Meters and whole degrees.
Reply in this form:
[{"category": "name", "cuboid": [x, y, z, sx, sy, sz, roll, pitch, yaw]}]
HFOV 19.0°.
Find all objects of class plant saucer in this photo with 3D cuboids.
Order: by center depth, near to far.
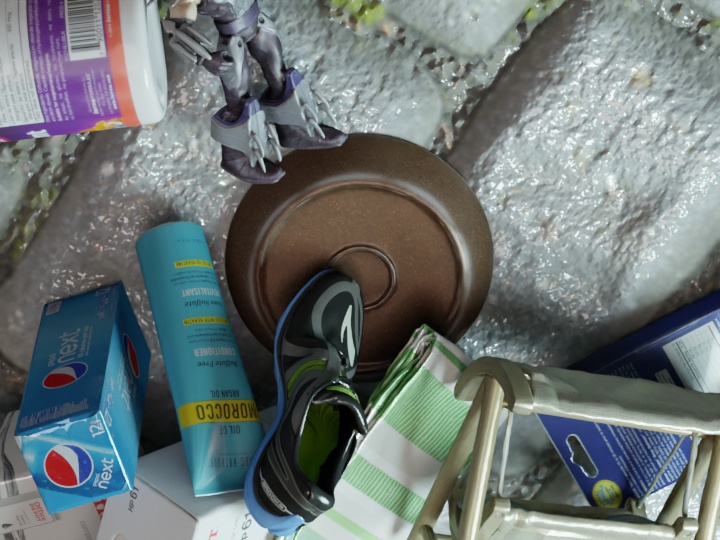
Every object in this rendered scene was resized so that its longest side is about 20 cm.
[{"category": "plant saucer", "cuboid": [0.000, 0.000, 1.571, 0.198, 0.035, 0.202, -1, 115, -2]}]

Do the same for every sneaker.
[{"category": "sneaker", "cuboid": [-0.023, 0.090, 1.499, 0.071, 0.201, 0.082, 35, 142, -32]}]

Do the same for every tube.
[{"category": "tube", "cuboid": [-0.112, 0.065, 1.518, 0.077, 0.201, 0.050, -2, 154, -34]}]

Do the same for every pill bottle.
[{"category": "pill bottle", "cuboid": [-0.236, -0.144, 1.453, 0.198, 0.112, 0.112, -6, 115, 2]}]

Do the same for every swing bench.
[{"category": "swing bench", "cuboid": [0.161, 0.157, 1.548, 0.197, 0.130, 0.201, 10, 111, -16]}]

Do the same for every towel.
[{"category": "towel", "cuboid": [0.028, 0.149, 1.580, 0.201, 0.023, 0.152, -55, 142, -1]}]

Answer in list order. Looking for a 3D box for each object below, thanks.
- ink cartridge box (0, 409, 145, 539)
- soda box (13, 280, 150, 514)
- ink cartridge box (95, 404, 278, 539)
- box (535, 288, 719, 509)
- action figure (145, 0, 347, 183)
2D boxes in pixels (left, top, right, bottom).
[{"category": "ink cartridge box", "cuboid": [-0.257, 0.186, 1.612, 0.198, 0.083, 0.147, -14, 126, 5]}, {"category": "soda box", "cuboid": [-0.193, 0.086, 1.513, 0.064, 0.200, 0.068, -16, 115, 7]}, {"category": "ink cartridge box", "cuboid": [-0.099, 0.194, 1.565, 0.084, 0.199, 0.145, 31, 118, 30]}, {"category": "box", "cuboid": [0.240, 0.095, 1.621, 0.199, 0.032, 0.122, -28, 113, 9]}, {"category": "action figure", "cuboid": [-0.078, -0.160, 1.459, 0.130, 0.069, 0.201, -41, 131, -28]}]
